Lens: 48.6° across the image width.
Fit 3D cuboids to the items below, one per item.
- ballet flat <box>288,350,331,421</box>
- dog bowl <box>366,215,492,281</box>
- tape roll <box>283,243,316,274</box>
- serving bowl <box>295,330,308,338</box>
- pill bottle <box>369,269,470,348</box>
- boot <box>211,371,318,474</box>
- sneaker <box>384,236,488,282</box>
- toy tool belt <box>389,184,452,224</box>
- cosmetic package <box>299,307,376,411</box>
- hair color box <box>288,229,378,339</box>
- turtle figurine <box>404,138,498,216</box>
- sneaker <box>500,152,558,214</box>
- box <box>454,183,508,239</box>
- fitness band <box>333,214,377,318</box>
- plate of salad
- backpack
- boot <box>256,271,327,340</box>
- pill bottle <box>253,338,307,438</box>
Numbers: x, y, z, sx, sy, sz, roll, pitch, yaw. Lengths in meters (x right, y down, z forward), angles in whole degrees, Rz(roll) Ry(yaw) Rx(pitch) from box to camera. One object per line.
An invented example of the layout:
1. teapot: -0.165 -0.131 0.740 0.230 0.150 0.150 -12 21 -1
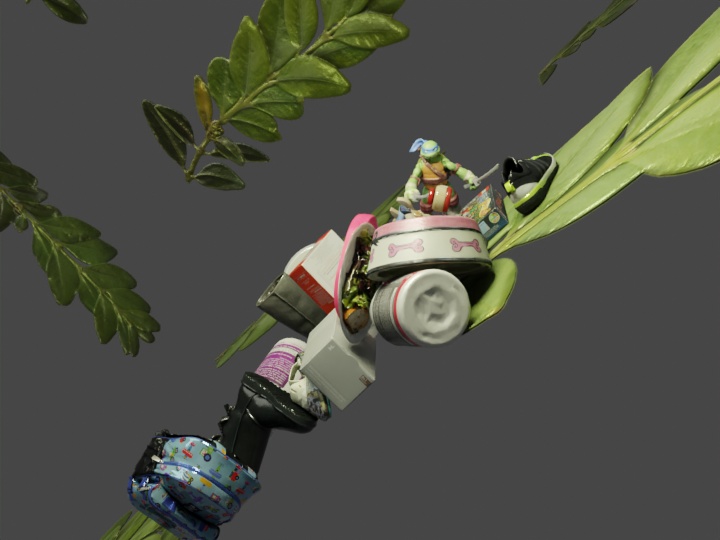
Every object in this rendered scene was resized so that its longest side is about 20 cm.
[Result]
1. ballet flat: -0.091 0.203 1.394 0.072 0.072 0.201 -43 22 11
2. dog bowl: 0.105 -0.032 1.247 0.197 0.075 0.200 -4 -8 -1
3. tape roll: -0.077 0.040 1.757 0.203 0.202 0.071 -45 9 -3
4. serving bowl: -0.065 0.093 1.910 0.200 0.066 0.200 -44 8 8
5. pill bottle: 0.079 0.060 1.203 0.111 0.111 0.200 -47 9 -14
6. boot: -0.172 0.289 1.408 0.073 0.197 0.164 16 -82 -53
7. sneaker: 0.117 -0.018 1.371 0.200 0.115 0.075 -42 9 25
8. toy tool belt: 0.090 -0.069 1.479 0.125 0.121 0.203 -70 -8 -70
9. cosmetic package: -0.035 0.146 1.377 0.090 0.107 0.200 -43 7 13
10. hair color box: -0.029 0.035 1.544 0.111 0.200 0.064 -50 10 -36
11. turtle figurine: 0.164 -0.151 1.613 0.144 0.199 0.195 -40 -36 -20
12. sneaker: 0.289 -0.175 1.387 0.072 0.083 0.200 -39 10 31
13. box: 0.209 -0.084 1.497 0.136 0.038 0.200 -43 9 17
14. fitness band: 0.000 0.000 1.404 0.144 0.037 0.203 60 -140 -61
15. plate of salad: 0.011 0.022 1.328 0.047 0.202 0.201 6 33 21
16. backpack: -0.270 0.358 1.323 0.199 0.183 0.135 -17 35 49
17. boot: -0.091 0.073 1.669 0.182 0.200 0.073 -44 9 8
18. pill bottle: -0.165 0.234 1.570 0.112 0.112 0.200 -38 10 39
